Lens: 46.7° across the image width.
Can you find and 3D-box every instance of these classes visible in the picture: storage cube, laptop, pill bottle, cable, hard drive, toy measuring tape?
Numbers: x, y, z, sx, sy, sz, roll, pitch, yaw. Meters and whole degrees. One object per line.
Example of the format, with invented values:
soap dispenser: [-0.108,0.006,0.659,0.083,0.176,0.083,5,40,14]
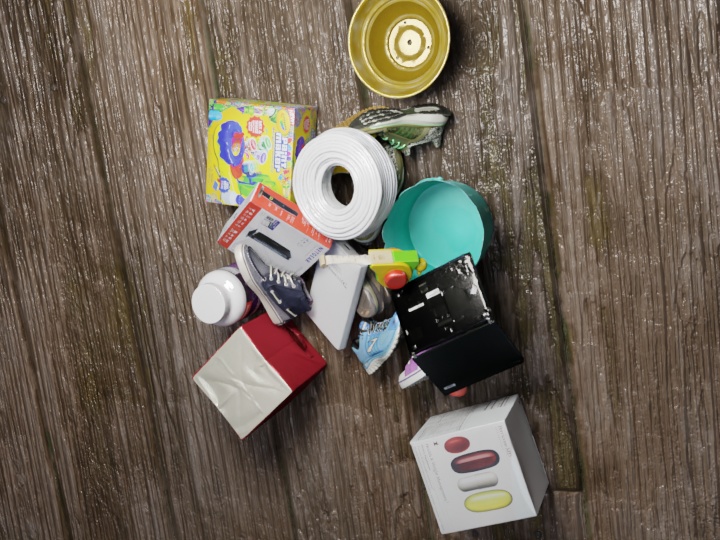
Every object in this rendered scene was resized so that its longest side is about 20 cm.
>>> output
storage cube: [-0.208,0.211,1.734,0.200,0.179,0.172,-43,84,22]
laptop: [0.174,0.100,1.515,0.175,0.103,0.204,-27,71,24]
pill bottle: [-0.261,0.046,1.710,0.110,0.200,0.115,4,103,20]
cable: [-0.031,-0.158,1.522,0.199,0.069,0.202,-38,81,33]
hard drive: [-0.050,0.037,1.664,0.132,0.026,0.203,46,133,39]
toy measuring tape: [0.023,-0.001,1.493,0.195,0.074,0.075,-2,102,-9]

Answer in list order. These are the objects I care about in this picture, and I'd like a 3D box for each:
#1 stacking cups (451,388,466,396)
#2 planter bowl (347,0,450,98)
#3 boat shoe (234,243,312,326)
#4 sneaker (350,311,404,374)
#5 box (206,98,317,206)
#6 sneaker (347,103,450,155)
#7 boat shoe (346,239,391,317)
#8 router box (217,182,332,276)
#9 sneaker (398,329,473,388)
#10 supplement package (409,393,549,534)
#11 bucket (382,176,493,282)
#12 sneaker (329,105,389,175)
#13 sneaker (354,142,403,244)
stacking cups: [0.189,0.144,1.632,0.059,0.060,0.205,9,105,19]
planter bowl: [0.081,-0.424,1.545,0.196,0.083,0.205,5,103,20]
boat shoe: [-0.169,0.016,1.669,0.091,0.075,0.202,-20,126,14]
sneaker: [0.033,0.130,1.641,0.090,0.078,0.200,42,140,3]
box: [-0.197,-0.233,1.672,0.188,0.122,0.205,8,104,18]
sneaker: [0.074,-0.253,1.558,0.195,0.077,0.090,-7,118,-9]
boat shoe: [0.000,0.000,1.670,0.075,0.072,0.203,-46,61,49]
router box: [-0.167,-0.068,1.643,0.177,0.050,0.200,31,147,-14]
sneaker: [0.129,0.137,1.607,0.200,0.072,0.115,-43,72,28]
supplement package: [0.232,0.373,1.612,0.197,0.147,0.195,-19,93,24]
bucket: [0.149,-0.072,1.560,0.203,0.134,0.212,4,101,20]
sneaker: [-0.012,-0.242,1.622,0.197,0.075,0.091,-27,115,7]
sneaker: [0.027,-0.147,1.604,0.075,0.088,0.204,20,96,13]
